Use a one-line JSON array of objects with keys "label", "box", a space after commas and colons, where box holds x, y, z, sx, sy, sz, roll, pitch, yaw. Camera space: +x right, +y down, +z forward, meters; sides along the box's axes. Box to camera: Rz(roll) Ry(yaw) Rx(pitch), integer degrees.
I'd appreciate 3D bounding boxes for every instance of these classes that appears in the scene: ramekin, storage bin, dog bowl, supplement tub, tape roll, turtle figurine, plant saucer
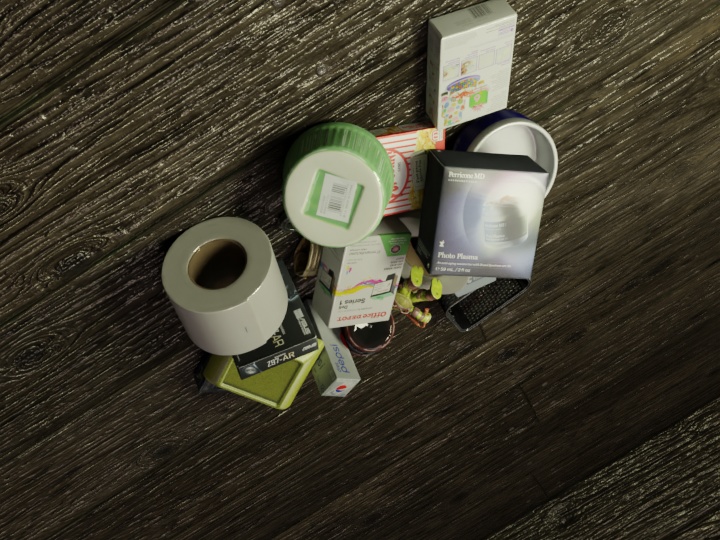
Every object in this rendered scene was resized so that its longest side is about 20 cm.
[{"label": "ramekin", "box": [-0.042, -0.139, 1.517, 0.195, 0.098, 0.204, 2, 117, 3]}, {"label": "storage bin", "box": [0.270, 0.029, 2.017, 0.198, 0.095, 0.135, -36, 143, 8]}, {"label": "dog bowl", "box": [0.271, -0.199, 1.704, 0.195, 0.079, 0.204, -9, 120, -15]}, {"label": "supplement tub", "box": [0.009, 0.125, 1.897, 0.105, 0.109, 0.200, -21, 175, -10]}, {"label": "tape roll", "box": [-0.237, 0.028, 1.578, 0.199, 0.205, 0.140, -23, 145, -8]}, {"label": "turtle figurine", "box": [0.083, 0.045, 1.824, 0.161, 0.200, 0.065, -32, -163, 53]}, {"label": "tape roll", "box": [0.133, -0.039, 1.773, 0.037, 0.200, 0.205, -53, 158, -35]}, {"label": "plant saucer", "box": [-0.197, 0.192, 1.788, 0.196, 0.048, 0.202, 22, 123, -14]}]

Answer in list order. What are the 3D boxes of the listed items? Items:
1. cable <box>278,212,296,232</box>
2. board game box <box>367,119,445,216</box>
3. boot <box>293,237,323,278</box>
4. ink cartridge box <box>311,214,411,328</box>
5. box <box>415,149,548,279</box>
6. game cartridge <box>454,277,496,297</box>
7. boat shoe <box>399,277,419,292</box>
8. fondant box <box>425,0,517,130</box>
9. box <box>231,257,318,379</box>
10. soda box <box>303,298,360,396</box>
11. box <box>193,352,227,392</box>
[{"label": "cable", "box": [-0.057, -0.117, 1.677, 0.196, 0.051, 0.098, -19, 150, 3]}, {"label": "board game box", "box": [0.057, -0.181, 1.619, 0.196, 0.046, 0.155, -13, 119, -21]}, {"label": "boot", "box": [-0.065, 0.003, 1.774, 0.152, 0.073, 0.202, -5, 136, -30]}, {"label": "ink cartridge box", "box": [0.000, 0.000, 1.700, 0.142, 0.084, 0.204, -6, 125, -29]}, {"label": "box", "box": [0.214, -0.101, 1.606, 0.195, 0.124, 0.203, 2, 110, -11]}, {"label": "game cartridge", "box": [0.229, -0.032, 1.840, 0.131, 0.041, 0.202, -25, 143, -11]}, {"label": "boat shoe", "box": [0.133, -0.004, 1.901, 0.198, 0.076, 0.074, -36, 141, 8]}, {"label": "fondant box", "box": [0.187, -0.351, 1.535, 0.141, 0.059, 0.202, -20, 142, -13]}, {"label": "box", "box": [-0.185, 0.088, 1.685, 0.157, 0.202, 0.044, -20, 145, -11]}, {"label": "soda box", "box": [-0.072, 0.158, 1.844, 0.067, 0.203, 0.064, 9, 135, -40]}, {"label": "box", "box": [-0.242, 0.174, 1.876, 0.155, 0.052, 0.202, 4, 132, -36]}]
